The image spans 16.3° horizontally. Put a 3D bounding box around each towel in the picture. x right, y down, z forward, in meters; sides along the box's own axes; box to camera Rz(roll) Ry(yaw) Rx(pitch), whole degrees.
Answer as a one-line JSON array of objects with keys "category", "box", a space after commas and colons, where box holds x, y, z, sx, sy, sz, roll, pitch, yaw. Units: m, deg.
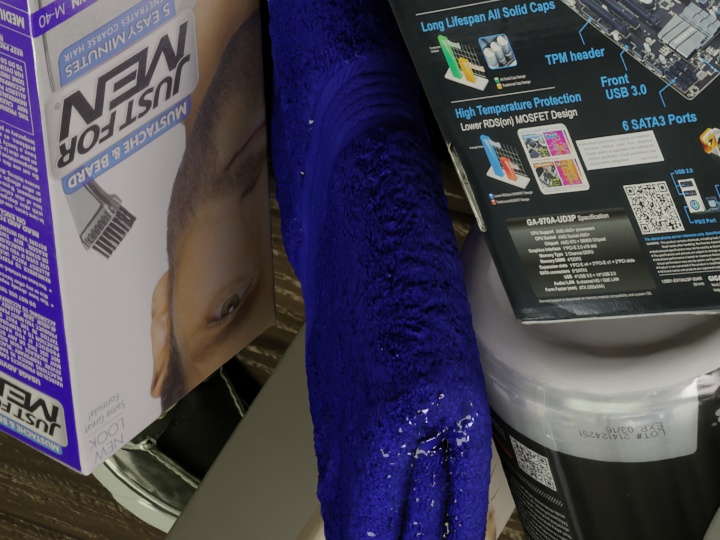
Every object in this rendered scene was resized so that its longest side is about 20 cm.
[{"category": "towel", "box": [0.000, 0.000, 0.805, 0.049, 0.201, 0.148, -9, 145, -4]}]

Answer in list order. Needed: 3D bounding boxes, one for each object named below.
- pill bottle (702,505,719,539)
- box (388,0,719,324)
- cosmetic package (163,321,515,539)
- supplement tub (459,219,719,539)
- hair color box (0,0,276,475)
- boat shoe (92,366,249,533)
[{"category": "pill bottle", "box": [0.206, 0.126, 0.749, 0.198, 0.121, 0.120, 10, 154, -16]}, {"category": "box", "box": [0.094, -0.070, 0.626, 0.199, 0.046, 0.160, -6, 114, 47]}, {"category": "cosmetic package", "box": [-0.023, 0.128, 0.990, 0.073, 0.201, 0.104, 8, 143, 37]}, {"category": "supplement tub", "box": [0.108, 0.058, 0.840, 0.122, 0.123, 0.201, 15, 144, 29]}, {"category": "hair color box", "box": [-0.086, -0.045, 0.843, 0.065, 0.109, 0.201, 25, 135, 29]}, {"category": "boat shoe", "box": [-0.099, 0.043, 1.070, 0.200, 0.071, 0.064, 44, 150, -14]}]
